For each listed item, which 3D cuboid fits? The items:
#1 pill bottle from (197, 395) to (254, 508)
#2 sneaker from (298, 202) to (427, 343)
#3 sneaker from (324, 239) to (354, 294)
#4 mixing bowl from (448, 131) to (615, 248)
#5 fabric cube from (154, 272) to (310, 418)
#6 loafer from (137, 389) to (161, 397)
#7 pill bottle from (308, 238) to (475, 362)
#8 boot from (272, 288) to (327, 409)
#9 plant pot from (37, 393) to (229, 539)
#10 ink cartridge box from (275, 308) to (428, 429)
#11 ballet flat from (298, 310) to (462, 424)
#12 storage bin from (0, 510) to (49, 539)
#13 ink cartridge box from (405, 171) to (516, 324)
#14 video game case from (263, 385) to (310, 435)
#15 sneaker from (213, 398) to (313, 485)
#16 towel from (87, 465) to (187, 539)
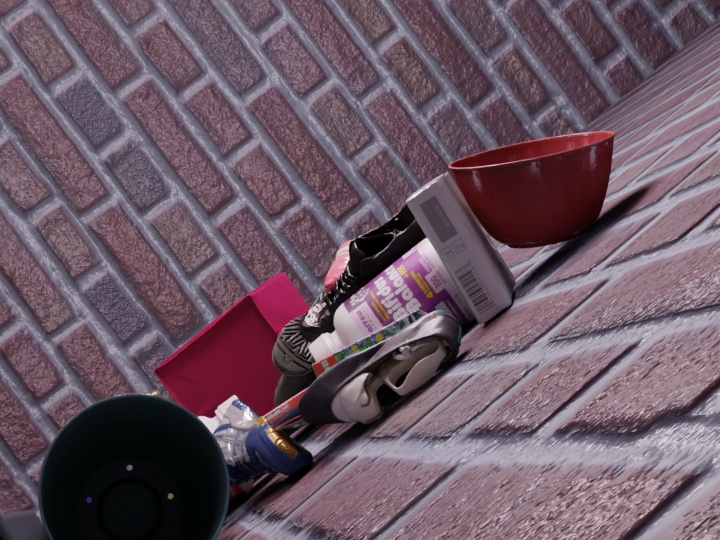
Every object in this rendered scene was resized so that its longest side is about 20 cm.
[{"bbox_3d":[-0.202,0.253,1.784,0.199,0.114,0.114,-38,1,-8],"label":"pill bottle"},{"bbox_3d":[0.001,0.002,1.779,0.198,0.105,0.060,-28,42,-4],"label":"sneaker"},{"bbox_3d":[0.043,0.033,1.859,0.087,0.198,0.074,-52,-31,-37],"label":"sneaker"},{"bbox_3d":[0.208,-0.090,1.707,0.197,0.110,0.200,-11,10,2],"label":"mixing bowl"},{"bbox_3d":[-0.156,0.149,2.187,0.195,0.201,0.199,-36,1,15],"label":"fabric cube"},{"bbox_3d":[-0.244,0.212,1.844,0.062,0.072,0.200,-26,-33,3],"label":"loafer"},{"bbox_3d":[0.039,0.062,1.729,0.199,0.113,0.112,-38,1,1],"label":"pill bottle"},{"bbox_3d":[-0.084,0.129,1.942,0.182,0.072,0.201,-43,-9,-45],"label":"boot"},{"bbox_3d":[-0.249,0.251,1.590,0.200,0.201,0.161,-38,-6,-20],"label":"plant pot"},{"bbox_3d":[-0.006,0.111,1.620,0.198,0.051,0.109,-27,-8,5],"label":"ink cartridge box"},{"bbox_3d":[0.022,0.113,1.521,0.199,0.074,0.073,-32,2,9],"label":"ballet flat"},{"bbox_3d":[-0.361,0.348,1.511,0.145,0.201,0.134,-38,-10,9],"label":"storage bin"},{"bbox_3d":[0.119,-0.032,1.686,0.050,0.162,0.200,-32,2,8],"label":"ink cartridge box"},{"bbox_3d":[-0.133,0.221,1.938,0.199,0.018,0.143,-32,-14,-17],"label":"video game case"},{"bbox_3d":[-0.119,0.213,1.651,0.089,0.075,0.200,-52,19,-9],"label":"sneaker"},{"bbox_3d":[-0.281,0.296,1.699,0.200,0.143,0.023,-48,-32,-14],"label":"towel"}]
